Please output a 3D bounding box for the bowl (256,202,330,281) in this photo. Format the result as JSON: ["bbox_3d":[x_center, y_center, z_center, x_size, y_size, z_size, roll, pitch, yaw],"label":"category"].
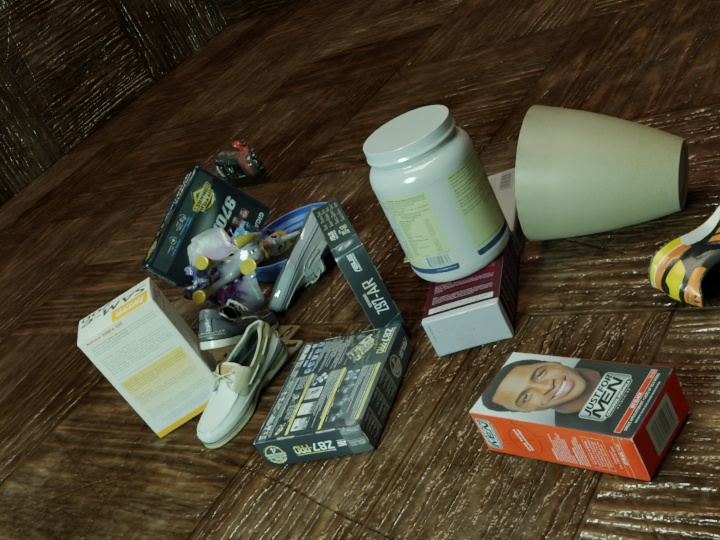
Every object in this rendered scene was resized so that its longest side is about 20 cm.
[{"bbox_3d":[-0.120,-0.050,1.737,0.200,0.039,0.201,-23,26,12],"label":"bowl"}]

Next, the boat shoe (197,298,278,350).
[{"bbox_3d":[-0.184,0.073,1.465,0.072,0.063,0.200,-11,3,22],"label":"boat shoe"}]

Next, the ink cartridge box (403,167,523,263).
[{"bbox_3d":[0.166,-0.072,1.480,0.173,0.044,0.200,-18,28,24],"label":"ink cartridge box"}]

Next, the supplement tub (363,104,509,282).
[{"bbox_3d":[0.100,-0.102,1.279,0.145,0.200,0.145,-22,25,11],"label":"supplement tub"}]

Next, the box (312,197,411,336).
[{"bbox_3d":[0.000,0.000,1.383,0.043,0.161,0.200,-29,26,1],"label":"box"}]

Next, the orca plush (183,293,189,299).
[{"bbox_3d":[-0.267,-0.031,1.771,0.200,0.071,0.105,-54,-6,-20],"label":"orca plush"}]

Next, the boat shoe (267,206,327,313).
[{"bbox_3d":[-0.088,-0.012,1.595,0.201,0.067,0.074,-67,8,-18],"label":"boat shoe"}]

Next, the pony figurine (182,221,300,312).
[{"bbox_3d":[-0.201,-0.004,1.538,0.193,0.167,0.200,-31,0,21],"label":"pony figurine"}]

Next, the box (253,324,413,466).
[{"bbox_3d":[-0.032,0.159,1.254,0.161,0.049,0.200,-16,28,29],"label":"box"}]

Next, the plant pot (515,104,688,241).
[{"bbox_3d":[0.330,-0.129,1.291,0.199,0.188,0.187,4,38,27],"label":"plant pot"}]

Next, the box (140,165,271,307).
[{"bbox_3d":[-0.267,-0.056,1.680,0.046,0.159,0.201,-8,55,63],"label":"box"}]

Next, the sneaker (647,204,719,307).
[{"bbox_3d":[0.432,-0.026,1.110,0.200,0.070,0.090,-34,41,-10],"label":"sneaker"}]

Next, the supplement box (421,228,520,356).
[{"bbox_3d":[0.153,0.022,1.300,0.109,0.061,0.200,-17,29,23],"label":"supplement box"}]

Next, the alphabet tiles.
[{"bbox_3d":[-0.184,0.140,1.494,0.200,0.006,0.166,-2,36,44],"label":"alphabet tiles"}]

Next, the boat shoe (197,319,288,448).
[{"bbox_3d":[-0.178,0.158,1.372,0.075,0.069,0.200,-2,43,35],"label":"boat shoe"}]

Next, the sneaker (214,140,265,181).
[{"bbox_3d":[-0.280,-0.241,2.198,0.098,0.071,0.200,-33,24,-9],"label":"sneaker"}]

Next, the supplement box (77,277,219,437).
[{"bbox_3d":[-0.298,0.127,1.397,0.126,0.200,0.074,-31,28,2],"label":"supplement box"}]

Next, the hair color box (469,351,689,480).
[{"bbox_3d":[0.223,0.146,1.000,0.200,0.061,0.102,0,39,47],"label":"hair color box"}]
